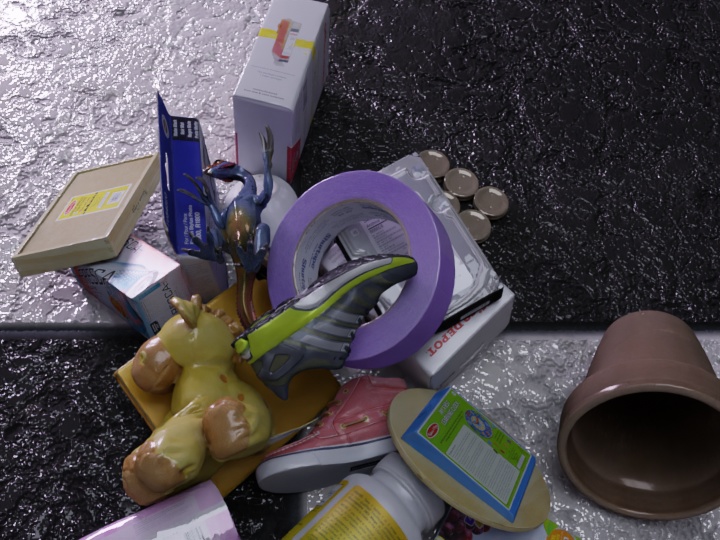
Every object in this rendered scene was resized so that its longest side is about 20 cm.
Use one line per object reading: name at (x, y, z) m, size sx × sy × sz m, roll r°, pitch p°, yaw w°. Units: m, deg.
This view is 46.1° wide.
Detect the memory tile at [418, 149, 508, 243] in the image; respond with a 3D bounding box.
memory tile at (0.097, -0.068, 1.130) m, size 0.152 × 0.017 × 0.201 m, roll 32°, pitch 60°, yaw 13°

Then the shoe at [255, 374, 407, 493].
shoe at (-0.026, 0.177, 0.931) m, size 0.195 × 0.072 × 0.092 m, roll -8°, pitch 57°, yaw -18°

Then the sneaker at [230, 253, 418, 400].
sneaker at (-0.025, 0.049, 0.826) m, size 0.197 × 0.074 × 0.082 m, roll -31°, pitch 99°, yaw -7°

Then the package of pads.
package of pads at (-0.212, 0.285, 0.806) m, size 0.197 × 0.121 × 0.076 m, roll -23°, pitch 62°, yaw -19°

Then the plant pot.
plant pot at (0.323, 0.144, 0.941) m, size 0.196 × 0.203 × 0.176 m, roll 17°, pitch 38°, yaw 5°

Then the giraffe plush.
giraffe plush at (-0.160, 0.114, 0.835) m, size 0.197 × 0.173 × 0.165 m, roll -20°, pitch 76°, yaw -34°

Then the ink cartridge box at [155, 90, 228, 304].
ink cartridge box at (-0.192, -0.072, 0.986) m, size 0.040 × 0.201 × 0.203 m, roll -9°, pitch 59°, yaw -2°

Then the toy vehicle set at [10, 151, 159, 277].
toy vehicle set at (-0.317, -0.071, 1.007) m, size 0.121 × 0.027 × 0.202 m, roll -10°, pitch 33°, yaw 14°

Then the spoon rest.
spoon rest at (-0.102, -0.060, 1.075) m, size 0.098 × 0.062 × 0.200 m, roll -28°, pitch 47°, yaw -22°

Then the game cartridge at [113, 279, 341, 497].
game cartridge at (-0.141, 0.125, 0.935) m, size 0.199 × 0.032 × 0.178 m, roll -37°, pitch 92°, yaw -28°

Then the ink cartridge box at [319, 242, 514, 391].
ink cartridge box at (0.066, 0.025, 1.013) m, size 0.144 × 0.084 × 0.200 m, roll -40°, pitch 70°, yaw -14°

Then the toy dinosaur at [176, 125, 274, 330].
toy dinosaur at (-0.139, -0.050, 0.914) m, size 0.102 × 0.205 × 0.182 m, roll -2°, pitch 18°, yaw 1°

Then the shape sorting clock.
shape sorting clock at (0.113, 0.196, 0.891) m, size 0.197 × 0.040 × 0.201 m, roll 30°, pitch 23°, yaw -14°

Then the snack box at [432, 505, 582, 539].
snack box at (0.125, 0.330, 0.858) m, size 0.140 × 0.053 × 0.201 m, roll 29°, pitch 57°, yaw 10°

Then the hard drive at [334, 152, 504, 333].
hard drive at (0.056, -0.024, 0.969) m, size 0.138 × 0.038 × 0.202 m, roll -27°, pitch 66°, yaw -8°

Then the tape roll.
tape roll at (0.000, 0.000, 0.907) m, size 0.195 × 0.066 × 0.205 m, roll -6°, pitch 74°, yaw 20°

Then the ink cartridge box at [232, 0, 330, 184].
ink cartridge box at (-0.104, -0.246, 1.142) m, size 0.081 × 0.146 × 0.203 m, roll 13°, pitch 56°, yaw 4°

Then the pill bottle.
pill bottle at (-0.010, 0.279, 0.839) m, size 0.112 × 0.113 × 0.199 m, roll 42°, pitch 62°, yaw 19°

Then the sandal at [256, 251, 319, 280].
sandal at (-0.077, 0.019, 1.019) m, size 0.054 × 0.081 × 0.200 m, roll -35°, pitch 63°, yaw -25°

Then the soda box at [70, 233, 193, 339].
soda box at (-0.267, 0.005, 0.960) m, size 0.068 × 0.065 × 0.198 m, roll -37°, pitch 39°, yaw -26°
